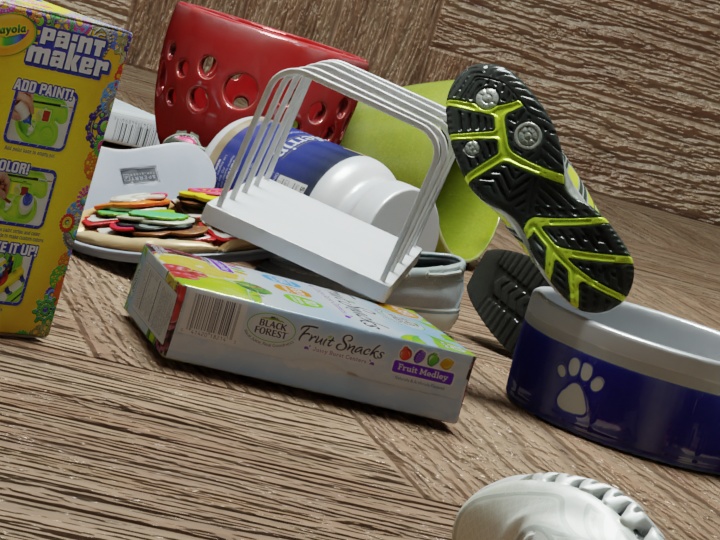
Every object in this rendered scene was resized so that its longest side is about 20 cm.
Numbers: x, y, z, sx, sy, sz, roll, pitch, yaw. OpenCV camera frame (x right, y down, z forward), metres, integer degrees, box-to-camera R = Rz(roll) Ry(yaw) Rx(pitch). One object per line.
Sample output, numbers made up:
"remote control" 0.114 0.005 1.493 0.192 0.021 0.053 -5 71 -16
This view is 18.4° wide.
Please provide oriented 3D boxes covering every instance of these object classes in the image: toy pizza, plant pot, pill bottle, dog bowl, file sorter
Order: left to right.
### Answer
"toy pizza" -0.131 -0.040 1.712 0.200 0.032 0.200 1 13 0
"plant pot" -0.109 -0.152 2.190 0.200 0.183 0.200 15 8 -2
"pill bottle" -0.037 -0.052 1.885 0.200 0.116 0.116 23 10 39
"file sorter" -0.009 -0.074 1.597 0.139 0.125 0.200 25 10 4
"plant pot" 0.025 -0.109 2.285 0.200 0.187 0.187 6 2 26
"dog bowl" 0.209 0.079 1.604 0.200 0.079 0.200 16 8 -2

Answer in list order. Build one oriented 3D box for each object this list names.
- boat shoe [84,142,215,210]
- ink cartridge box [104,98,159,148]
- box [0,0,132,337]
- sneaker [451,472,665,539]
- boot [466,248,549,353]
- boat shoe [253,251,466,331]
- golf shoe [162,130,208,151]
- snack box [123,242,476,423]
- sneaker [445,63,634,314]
"boat shoe" -0.217 -0.067 1.838 0.200 0.074 0.065 2 -18 -36
"ink cartridge box" -0.343 -0.184 2.461 0.196 0.043 0.200 10 8 -35
"box" -0.266 -0.084 1.333 0.200 0.193 0.122 24 10 41
"sneaker" 0.101 0.143 0.969 0.081 0.075 0.200 -1 17 -38
"boot" 0.193 0.055 1.814 0.200 0.078 0.138 36 12 29
"boat shoe" 0.001 0.000 1.745 0.201 0.072 0.070 8 12 -39
"golf shoe" -0.100 -0.063 2.065 0.200 0.077 0.088 13 28 -5
"snack box" -0.042 0.040 1.445 0.200 0.053 0.142 15 8 -18
"sneaker" 0.120 -0.053 1.570 0.200 0.075 0.076 62 -1 9
